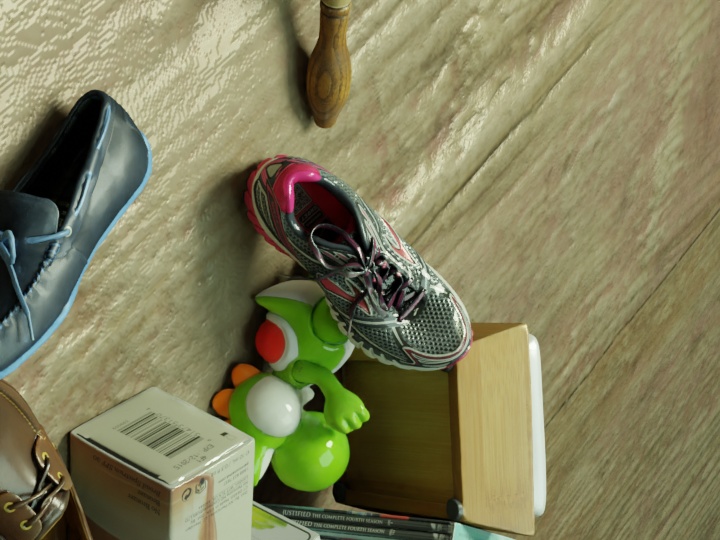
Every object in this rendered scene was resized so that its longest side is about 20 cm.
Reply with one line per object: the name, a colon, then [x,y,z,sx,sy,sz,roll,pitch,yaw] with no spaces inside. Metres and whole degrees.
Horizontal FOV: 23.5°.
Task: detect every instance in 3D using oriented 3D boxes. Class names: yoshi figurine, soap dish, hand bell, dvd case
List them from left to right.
yoshi figurine: [-0.028,0.082,1.303,0.200,0.112,0.112,-62,156,-4]
hand bell: [-0.017,-0.178,1.196,0.104,0.104,0.200,-44,154,-35]
dvd case: [0.012,0.205,1.354,0.146,0.200,0.022,29,67,-60]
soap dish: [0.053,0.120,1.341,0.081,0.200,0.158,-2,90,-37]

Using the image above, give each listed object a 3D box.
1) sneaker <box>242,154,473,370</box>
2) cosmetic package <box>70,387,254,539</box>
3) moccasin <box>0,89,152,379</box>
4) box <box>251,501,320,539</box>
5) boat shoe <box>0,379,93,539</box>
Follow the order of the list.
sneaker: [0.000,0.000,1.218,0.200,0.075,0.081,41,80,-14]
cosmetic package: [-0.139,0.197,1.202,0.087,0.103,0.200,-28,130,-45]
moccasin: [-0.197,-0.024,1.009,0.200,0.080,0.068,-65,148,-34]
box: [-0.079,0.262,1.324,0.060,0.117,0.200,-45,142,-33]
boat shoe: [-0.210,0.132,1.079,0.072,0.067,0.200,-49,145,-29]
